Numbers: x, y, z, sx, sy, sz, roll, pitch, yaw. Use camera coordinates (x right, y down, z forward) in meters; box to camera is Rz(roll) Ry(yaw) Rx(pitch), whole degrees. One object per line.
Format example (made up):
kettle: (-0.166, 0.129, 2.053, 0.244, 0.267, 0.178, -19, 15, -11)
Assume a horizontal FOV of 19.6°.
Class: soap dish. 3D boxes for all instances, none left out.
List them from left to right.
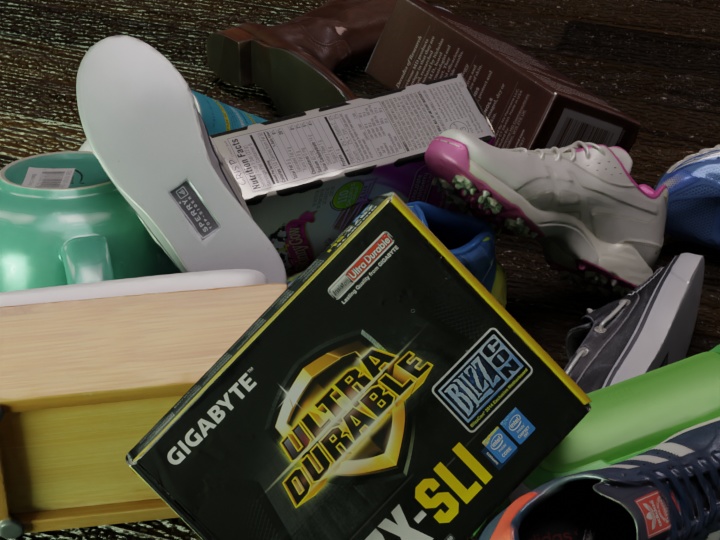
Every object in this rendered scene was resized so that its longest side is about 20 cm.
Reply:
soap dish: (-0.138, 0.080, 1.201, 0.198, 0.158, 0.082, -5, 49, -8)

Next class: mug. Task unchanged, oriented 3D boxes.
mug: (-0.174, -0.007, 1.327, 0.184, 0.116, 0.151, 15, 24, 40)

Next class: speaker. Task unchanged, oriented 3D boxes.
speaker: (0.156, 0.104, 1.190, 0.198, 0.089, 0.089, -19, 35, -7)

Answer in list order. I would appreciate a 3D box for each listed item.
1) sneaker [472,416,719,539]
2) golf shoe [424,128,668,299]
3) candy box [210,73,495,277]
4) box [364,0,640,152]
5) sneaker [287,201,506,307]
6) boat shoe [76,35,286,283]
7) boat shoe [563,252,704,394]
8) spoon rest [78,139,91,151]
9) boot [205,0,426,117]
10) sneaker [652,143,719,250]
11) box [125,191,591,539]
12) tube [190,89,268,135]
sneaker: (0.156, 0.128, 1.095, 0.198, 0.085, 0.076, -22, 80, -10)
golf shoe: (0.127, -0.055, 1.377, 0.199, 0.092, 0.075, 30, -10, -33)
candy box: (-0.020, -0.048, 1.398, 0.198, 0.137, 0.061, -15, 60, -22)
box: (0.103, -0.130, 1.558, 0.100, 0.075, 0.200, 14, 19, -41)
sneaker: (0.000, 0.000, 1.353, 0.198, 0.106, 0.076, -8, 42, -13)
boat shoe: (-0.108, -0.050, 1.272, 0.072, 0.066, 0.201, -35, 81, -10)
boat shoe: (0.164, 0.049, 1.321, 0.067, 0.072, 0.200, 16, 43, 21)
spoon rest: (-0.148, -0.065, 1.521, 0.098, 0.061, 0.200, -13, 21, -21)
boot: (0.004, -0.177, 1.685, 0.199, 0.065, 0.186, -20, 39, -35)
sneaker: (0.295, -0.031, 1.433, 0.198, 0.079, 0.089, 9, 31, 13)
box: (-0.001, 0.085, 1.108, 0.200, 0.160, 0.049, -45, 8, -5)
tube: (-0.075, -0.079, 1.431, 0.050, 0.078, 0.199, -22, -19, 25)
